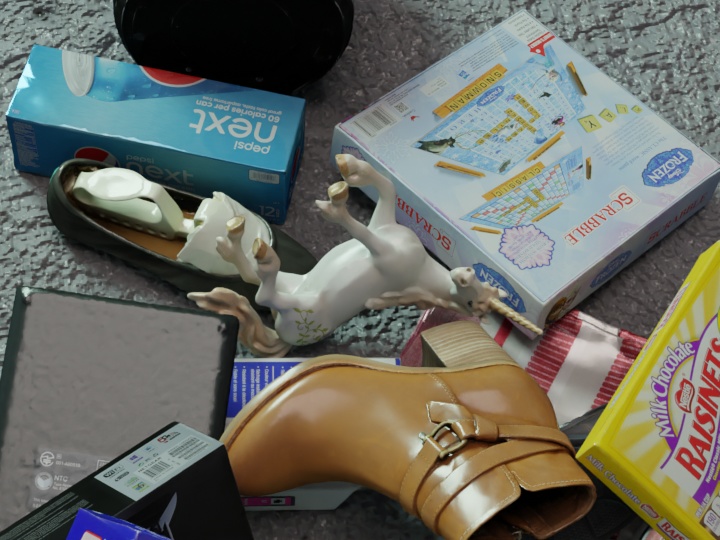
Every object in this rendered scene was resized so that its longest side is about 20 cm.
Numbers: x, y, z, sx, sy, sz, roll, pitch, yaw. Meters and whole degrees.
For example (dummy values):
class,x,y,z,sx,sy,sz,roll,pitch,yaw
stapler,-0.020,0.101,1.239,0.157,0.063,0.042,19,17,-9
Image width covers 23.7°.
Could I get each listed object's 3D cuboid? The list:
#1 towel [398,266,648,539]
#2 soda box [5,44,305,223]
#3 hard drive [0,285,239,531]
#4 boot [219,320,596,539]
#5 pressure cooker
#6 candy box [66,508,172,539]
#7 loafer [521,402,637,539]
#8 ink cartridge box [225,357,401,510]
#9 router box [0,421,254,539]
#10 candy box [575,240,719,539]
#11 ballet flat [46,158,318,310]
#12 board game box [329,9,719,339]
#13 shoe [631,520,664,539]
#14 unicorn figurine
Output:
class,x,y,z,sx,sy,sz,roll,pitch,yaw
towel,0.121,0.084,1.123,0.198,0.023,0.145,24,59,11
soda box,-0.141,-0.095,1.196,0.198,0.064,0.068,12,57,3
hard drive,-0.155,0.117,1.033,0.138,0.033,0.202,8,77,-2
boot,0.025,0.118,0.998,0.198,0.077,0.156,-17,42,-16
pressure cooker,-0.090,-0.246,1.232,0.176,0.177,0.202,0,56,0
candy box,-0.084,0.238,0.881,0.199,0.077,0.170,30,78,-31
loafer,0.150,0.121,1.068,0.199,0.063,0.072,-26,95,-13
ink cartridge box,-0.071,0.103,1.089,0.198,0.037,0.096,-1,57,-2
router box,-0.141,0.201,0.926,0.199,0.159,0.052,-31,29,-31
candy box,0.210,0.076,1.024,0.102,0.026,0.200,40,50,0
ballet flat,-0.122,-0.026,1.149,0.198,0.069,0.069,17,63,7
board game box,0.116,-0.074,1.197,0.199,0.041,0.199,-34,63,-30
shoe,0.253,0.142,1.045,0.199,0.091,0.072,-25,75,-20
unicorn figurine,0.000,0.000,1.106,0.198,0.138,0.074,-20,35,23
